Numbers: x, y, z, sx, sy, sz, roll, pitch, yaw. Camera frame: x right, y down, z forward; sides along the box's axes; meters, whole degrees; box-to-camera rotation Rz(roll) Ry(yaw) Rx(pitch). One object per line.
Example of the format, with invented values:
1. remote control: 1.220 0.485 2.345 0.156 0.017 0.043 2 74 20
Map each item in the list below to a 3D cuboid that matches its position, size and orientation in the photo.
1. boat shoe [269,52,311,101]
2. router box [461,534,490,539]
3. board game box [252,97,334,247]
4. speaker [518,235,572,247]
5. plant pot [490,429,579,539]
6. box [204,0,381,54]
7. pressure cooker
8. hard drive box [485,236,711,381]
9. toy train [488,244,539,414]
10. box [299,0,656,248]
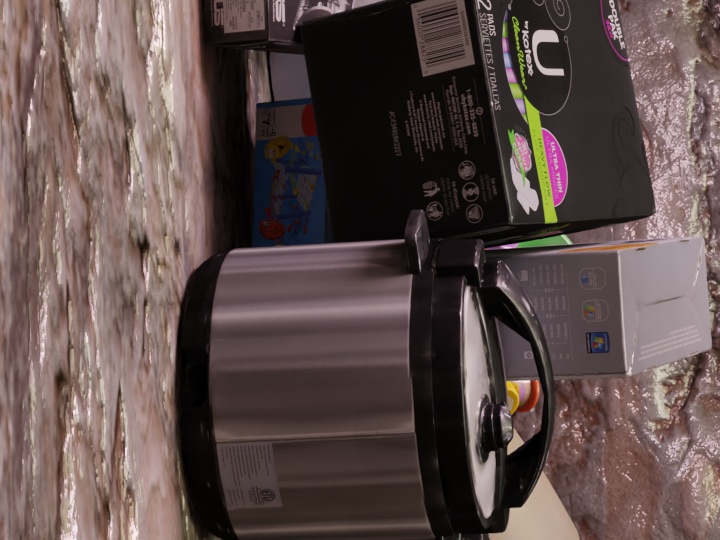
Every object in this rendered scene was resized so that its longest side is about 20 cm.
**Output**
1. boat shoe: -0.021 -0.122 1.699 0.068 0.072 0.200 -75 164 -60
2. router box: 0.005 0.253 1.470 0.062 0.150 0.200 65 24 -71
3. board game box: 0.000 0.000 1.604 0.200 0.056 0.196 16 73 -61
4. speaker: 0.094 0.028 1.845 0.200 0.088 0.089 138 -44 -62
5. plant pot: 0.047 0.154 1.839 0.187 0.187 0.200 -80 151 -60
6. box: -0.035 -0.232 1.480 0.158 0.048 0.200 -2 90 -58
7. pressure cooker: 0.010 0.071 1.371 0.176 0.200 0.179 63 25 -65
8. hard drive box: 0.099 0.025 1.515 0.156 0.200 0.077 -8 94 -64
9. toy train: 0.081 0.033 1.715 0.150 0.056 0.200 166 -74 -64
10. box: 0.075 -0.091 1.478 0.200 0.124 0.149 -4 84 -59
